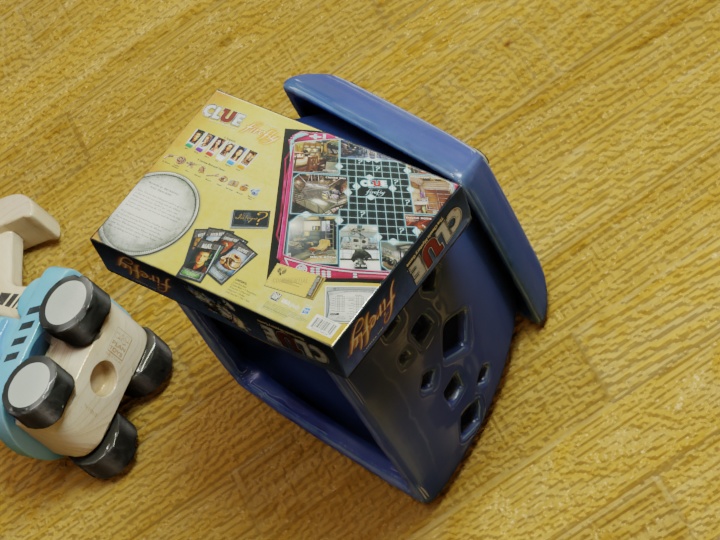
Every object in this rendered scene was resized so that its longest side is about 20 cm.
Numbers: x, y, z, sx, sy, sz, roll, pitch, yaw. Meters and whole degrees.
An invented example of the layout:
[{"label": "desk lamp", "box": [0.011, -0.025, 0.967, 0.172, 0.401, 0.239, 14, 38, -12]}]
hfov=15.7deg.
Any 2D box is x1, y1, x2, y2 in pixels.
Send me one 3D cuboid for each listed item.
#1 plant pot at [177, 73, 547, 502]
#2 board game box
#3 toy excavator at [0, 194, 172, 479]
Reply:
[{"label": "plant pot", "box": [0.000, 0.000, 1.716, 0.200, 0.200, 0.180, 29, 72, 37]}, {"label": "board game box", "box": [-0.049, -0.026, 1.606, 0.199, 0.035, 0.136, 24, 63, 34]}, {"label": "toy excavator", "box": [-0.234, 0.038, 1.887, 0.199, 0.100, 0.195, 6, 65, 40]}]
